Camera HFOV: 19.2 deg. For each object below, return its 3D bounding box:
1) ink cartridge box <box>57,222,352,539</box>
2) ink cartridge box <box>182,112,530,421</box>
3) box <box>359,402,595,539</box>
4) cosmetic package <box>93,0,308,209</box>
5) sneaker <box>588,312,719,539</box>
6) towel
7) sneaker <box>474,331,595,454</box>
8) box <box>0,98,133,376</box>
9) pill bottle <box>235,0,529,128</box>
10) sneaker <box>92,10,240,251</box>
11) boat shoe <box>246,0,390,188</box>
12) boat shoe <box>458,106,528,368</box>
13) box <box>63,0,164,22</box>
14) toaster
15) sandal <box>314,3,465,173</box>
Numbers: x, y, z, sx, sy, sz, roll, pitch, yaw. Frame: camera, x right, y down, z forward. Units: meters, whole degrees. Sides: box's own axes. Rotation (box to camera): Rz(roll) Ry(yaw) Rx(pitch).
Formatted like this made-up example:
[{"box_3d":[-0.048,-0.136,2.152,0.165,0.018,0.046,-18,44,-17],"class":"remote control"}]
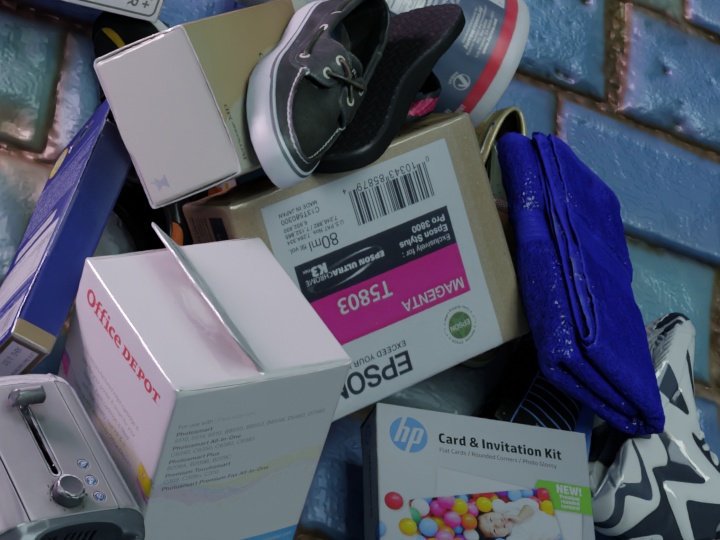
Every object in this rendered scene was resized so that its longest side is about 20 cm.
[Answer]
[{"box_3d":[-0.102,0.081,1.299,0.125,0.201,0.129,-8,43,-34],"class":"ink cartridge box"},{"box_3d":[0.000,0.000,1.442,0.199,0.075,0.165,-23,102,-26],"class":"ink cartridge box"},{"box_3d":[0.080,0.192,1.401,0.155,0.041,0.201,10,54,-16],"class":"box"},{"box_3d":[-0.084,-0.115,1.399,0.106,0.071,0.200,67,24,-5],"class":"cosmetic package"},{"box_3d":[0.235,0.136,1.582,0.130,0.079,0.200,44,41,-21],"class":"sneaker"},{"box_3d":[0.162,0.006,1.510,0.148,0.049,0.201,34,38,-44],"class":"towel"},{"box_3d":[0.121,0.099,1.530,0.078,0.070,0.201,22,59,-27],"class":"sneaker"},{"box_3d":[-0.195,-0.014,1.355,0.032,0.121,0.201,28,57,-16],"class":"box"},{"box_3d":[0.012,-0.191,1.566,0.199,0.120,0.120,27,57,-18],"class":"pill bottle"},{"box_3d":[-0.149,-0.088,1.449,0.090,0.070,0.201,-18,81,-39],"class":"sneaker"},{"box_3d":[-0.024,-0.125,1.374,0.069,0.056,0.200,59,26,-26],"class":"boat shoe"},{"box_3d":[0.092,-0.030,1.565,0.071,0.076,0.201,15,64,-29],"class":"boat shoe"},{"box_3d":[-0.231,-0.235,1.438,0.199,0.060,0.117,10,24,-28],"class":"box"},{"box_3d":[-0.212,0.152,1.243,0.113,0.200,0.129,-5,54,-34],"class":"toaster"},{"box_3d":[0.018,-0.117,1.445,0.045,0.075,0.200,65,36,-31],"class":"sandal"}]
